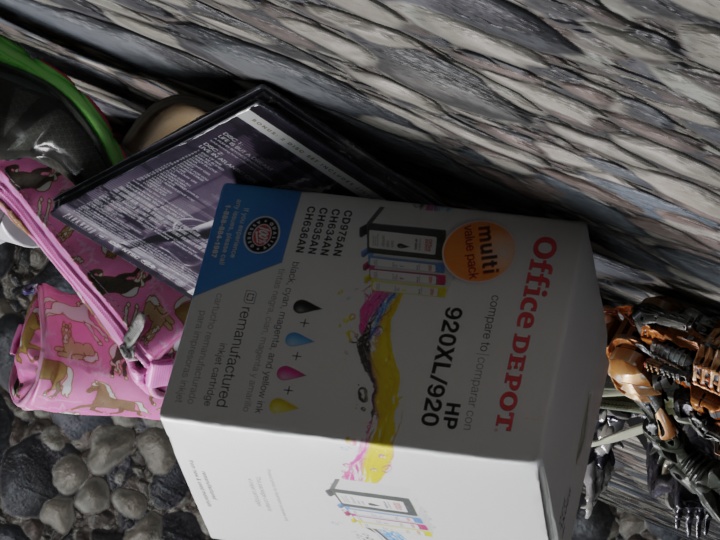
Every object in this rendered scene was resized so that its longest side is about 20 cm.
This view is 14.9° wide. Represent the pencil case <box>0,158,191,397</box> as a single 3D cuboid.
[{"bbox_3d":[-0.153,-0.022,1.649,0.200,0.083,0.087,50,-178,14],"label":"pencil case"}]

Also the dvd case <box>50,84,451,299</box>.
[{"bbox_3d":[-0.056,-0.029,1.493,0.148,0.016,0.200,32,147,-27],"label":"dvd case"}]

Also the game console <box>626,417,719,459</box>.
[{"bbox_3d":[0.285,0.108,1.927,0.176,0.116,0.200,55,165,-14],"label":"game console"}]

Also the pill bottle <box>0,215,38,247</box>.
[{"bbox_3d":[-0.288,-0.081,1.932,0.199,0.113,0.112,18,173,38],"label":"pill bottle"}]

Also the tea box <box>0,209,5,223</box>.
[{"bbox_3d":[-0.346,-0.108,1.776,0.199,0.134,0.196,19,173,38],"label":"tea box"}]

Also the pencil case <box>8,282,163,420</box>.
[{"bbox_3d":[-0.117,0.056,1.722,0.199,0.087,0.083,6,146,-17],"label":"pencil case"}]

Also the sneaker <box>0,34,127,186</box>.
[{"bbox_3d":[-0.215,-0.092,1.539,0.199,0.084,0.077,34,176,-9],"label":"sneaker"}]

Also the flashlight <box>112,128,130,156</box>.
[{"bbox_3d":[-0.139,-0.060,1.794,0.200,0.068,0.068,5,125,61],"label":"flashlight"}]

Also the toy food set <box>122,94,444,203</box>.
[{"bbox_3d":[-0.028,-0.034,1.583,0.199,0.061,0.144,22,174,13],"label":"toy food set"}]

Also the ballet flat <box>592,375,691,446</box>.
[{"bbox_3d":[0.116,0.074,1.659,0.199,0.064,0.067,-2,167,-4],"label":"ballet flat"}]

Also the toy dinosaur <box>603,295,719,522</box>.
[{"bbox_3d":[0.184,0.053,1.553,0.136,0.102,0.200,45,-179,-36],"label":"toy dinosaur"}]

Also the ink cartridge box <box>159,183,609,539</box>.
[{"bbox_3d":[0.019,0.060,1.444,0.199,0.148,0.145,6,150,14],"label":"ink cartridge box"}]

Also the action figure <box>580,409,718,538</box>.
[{"bbox_3d":[0.185,0.114,1.764,0.118,0.103,0.200,2,-160,-24],"label":"action figure"}]
